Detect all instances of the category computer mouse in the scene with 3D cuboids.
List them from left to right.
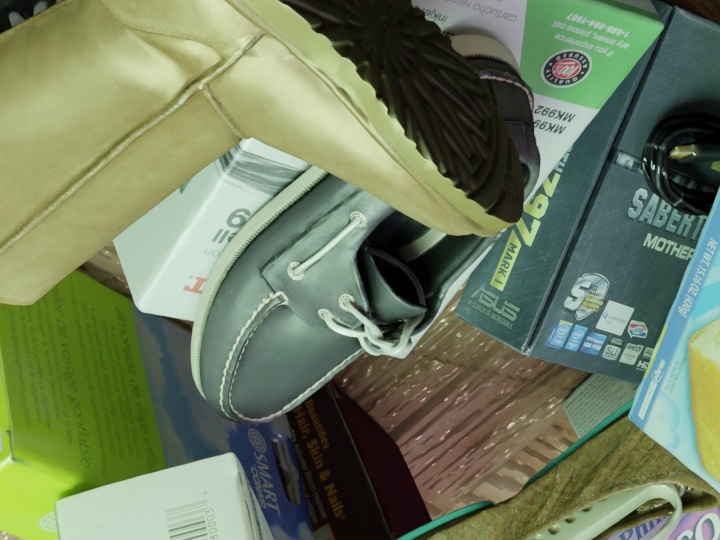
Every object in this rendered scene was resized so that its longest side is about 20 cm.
[{"bbox_3d":[0.196,-0.054,0.997,0.199,0.034,0.059,-13,117,-38],"label":"computer mouse"}]

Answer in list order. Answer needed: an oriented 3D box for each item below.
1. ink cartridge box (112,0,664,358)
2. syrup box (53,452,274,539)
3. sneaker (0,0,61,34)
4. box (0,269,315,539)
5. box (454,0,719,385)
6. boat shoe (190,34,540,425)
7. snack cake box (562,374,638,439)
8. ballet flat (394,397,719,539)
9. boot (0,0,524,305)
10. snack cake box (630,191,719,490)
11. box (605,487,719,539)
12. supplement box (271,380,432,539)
[{"bbox_3d":[0.003,-0.067,0.942,0.145,0.084,0.200,12,129,-35],"label":"ink cartridge box"},{"bbox_3d":[-0.062,0.165,0.975,0.081,0.079,0.200,-15,146,2],"label":"syrup box"},{"bbox_3d":[-0.087,-0.111,0.849,0.199,0.080,0.071,-35,139,13],"label":"sneaker"},{"bbox_3d":[-0.102,0.070,1.006,0.047,0.123,0.200,-32,141,23],"label":"box"},{"bbox_3d":[0.148,-0.026,1.028,0.199,0.051,0.159,17,99,-46],"label":"box"},{"bbox_3d":[0.000,0.000,0.897,0.072,0.063,0.200,15,127,-37],"label":"boat shoe"},{"bbox_3d":[0.205,0.053,1.152,0.067,0.115,0.200,21,123,-41],"label":"snack cake box"},{"bbox_3d":[0.078,0.128,1.038,0.199,0.073,0.068,-29,154,-10],"label":"ballet flat"},{"bbox_3d":[-0.065,-0.040,0.838,0.199,0.066,0.175,-32,113,34],"label":"boot"},{"bbox_3d":[0.198,0.007,0.928,0.067,0.115,0.201,-19,138,-42],"label":"snack cake box"},{"bbox_3d":[0.241,0.144,1.103,0.176,0.097,0.199,-43,136,21],"label":"box"},{"bbox_3d":[-0.061,0.161,1.137,0.199,0.111,0.086,-33,140,9],"label":"supplement box"}]
